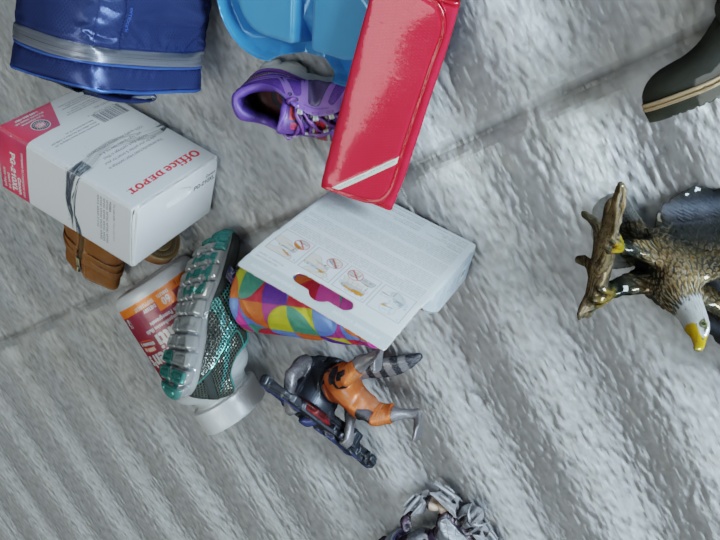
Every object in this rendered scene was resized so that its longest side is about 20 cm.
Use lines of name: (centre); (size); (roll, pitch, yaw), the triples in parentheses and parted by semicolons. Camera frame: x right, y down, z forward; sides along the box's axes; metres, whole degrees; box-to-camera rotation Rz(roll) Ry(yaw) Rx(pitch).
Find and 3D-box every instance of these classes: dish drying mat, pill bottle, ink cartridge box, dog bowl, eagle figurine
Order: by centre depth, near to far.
eagle figurine: (0.278, 0.008, 0.702); (0.194, 0.155, 0.152); (5, 169, -2)
dish drying mat: (0.022, -0.150, 0.763); (0.075, 0.018, 0.203); (19, 123, 2)
dog bowl: (-0.041, -0.244, 0.798); (0.197, 0.050, 0.114); (22, 127, 22)
ink cartridge box: (0.000, 0.000, 0.814); (0.158, 0.200, 0.048); (28, 129, 16)
ink cartridge box: (-0.281, -0.112, 0.975); (0.197, 0.145, 0.086); (29, 132, 16)
pill bottle: (-0.207, 0.094, 1.072); (0.108, 0.109, 0.203); (-23, 103, 40)

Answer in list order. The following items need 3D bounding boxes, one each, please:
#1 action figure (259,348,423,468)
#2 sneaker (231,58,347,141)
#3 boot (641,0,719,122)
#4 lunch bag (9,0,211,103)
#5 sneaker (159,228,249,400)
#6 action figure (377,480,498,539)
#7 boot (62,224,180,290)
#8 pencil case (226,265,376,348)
action figure: (-0.010, 0.148, 1.007); (0.190, 0.106, 0.200); (-1, 143, 41)
sneaker: (-0.037, -0.147, 0.830); (0.196, 0.084, 0.082); (11, 124, 25)
boot: (0.263, -0.209, 0.604); (0.198, 0.077, 0.140); (-32, 93, 28)
lunch bag: (-0.236, -0.234, 0.845); (0.134, 0.199, 0.135); (21, 109, 24)
sneaker: (-0.167, 0.055, 1.006); (0.090, 0.205, 0.077); (22, 167, -39)
action figure: (0.088, 0.334, 1.046); (0.131, 0.069, 0.200); (51, 129, 9)
boot: (-0.305, -0.031, 1.093); (0.199, 0.073, 0.157); (40, 132, 24)
pencil case: (-0.055, 0.032, 0.952); (0.196, 0.088, 0.090); (7, 121, 30)
